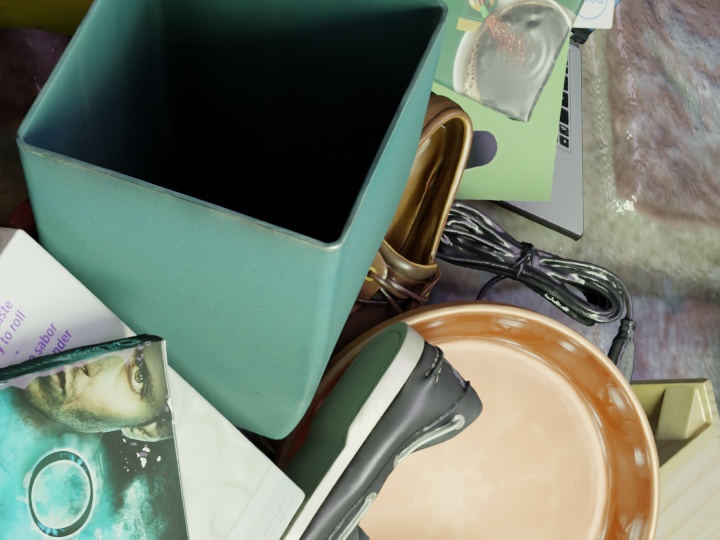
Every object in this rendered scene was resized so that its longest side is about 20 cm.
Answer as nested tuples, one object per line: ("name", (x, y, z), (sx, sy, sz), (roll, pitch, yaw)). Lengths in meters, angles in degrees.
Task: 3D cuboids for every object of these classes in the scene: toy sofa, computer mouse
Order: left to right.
("computer mouse", (0.065, 0.075, 1.242), (0.140, 0.046, 0.201), (18, 76, -10))
("toy sofa", (0.128, 0.140, 1.317), (0.200, 0.082, 0.098), (-32, 110, -48))

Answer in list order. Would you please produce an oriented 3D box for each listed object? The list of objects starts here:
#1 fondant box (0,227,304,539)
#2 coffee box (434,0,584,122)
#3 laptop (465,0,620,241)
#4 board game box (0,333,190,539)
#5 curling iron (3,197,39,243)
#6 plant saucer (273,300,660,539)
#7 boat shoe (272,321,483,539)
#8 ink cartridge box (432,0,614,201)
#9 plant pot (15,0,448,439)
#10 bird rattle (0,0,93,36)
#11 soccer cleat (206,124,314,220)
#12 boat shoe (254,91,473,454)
("fondant box", (-0.134, 0.097, 1.016), (0.200, 0.058, 0.145), (45, 66, -32))
("coffee box", (0.017, -0.167, 1.173), (0.199, 0.044, 0.124), (26, 96, -6))
("laptop", (0.109, -0.147, 1.332), (0.187, 0.115, 0.201), (21, 63, -44))
("board game box", (-0.128, 0.137, 0.969), (0.135, 0.028, 0.201), (-15, 104, -36))
("curling iron", (-0.143, -0.014, 1.079), (0.050, 0.025, 0.201), (50, 49, -27))
("plant saucer", (0.051, 0.113, 1.178), (0.199, 0.032, 0.202), (-2, 99, -13))
("boat shoe", (-0.014, 0.122, 1.111), (0.063, 0.073, 0.201), (36, 84, -17))
("ink cartridge box", (0.063, -0.135, 1.253), (0.145, 0.048, 0.201), (1, 98, -28))
("plant pot", (-0.056, -0.023, 1.052), (0.201, 0.140, 0.142), (96, 16, -53))
("bird rattle", (-0.162, -0.167, 1.001), (0.200, 0.163, 0.113), (-5, 67, -59))
("soccer cleat", (-0.080, -0.105, 1.144), (0.067, 0.076, 0.200), (-44, 108, -30))
("boat shoe", (0.000, 0.000, 1.188), (0.072, 0.067, 0.201), (28, 79, -41))
